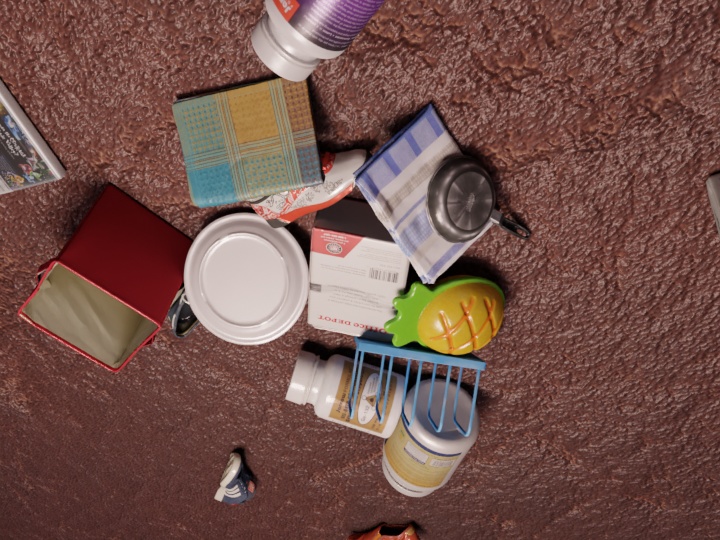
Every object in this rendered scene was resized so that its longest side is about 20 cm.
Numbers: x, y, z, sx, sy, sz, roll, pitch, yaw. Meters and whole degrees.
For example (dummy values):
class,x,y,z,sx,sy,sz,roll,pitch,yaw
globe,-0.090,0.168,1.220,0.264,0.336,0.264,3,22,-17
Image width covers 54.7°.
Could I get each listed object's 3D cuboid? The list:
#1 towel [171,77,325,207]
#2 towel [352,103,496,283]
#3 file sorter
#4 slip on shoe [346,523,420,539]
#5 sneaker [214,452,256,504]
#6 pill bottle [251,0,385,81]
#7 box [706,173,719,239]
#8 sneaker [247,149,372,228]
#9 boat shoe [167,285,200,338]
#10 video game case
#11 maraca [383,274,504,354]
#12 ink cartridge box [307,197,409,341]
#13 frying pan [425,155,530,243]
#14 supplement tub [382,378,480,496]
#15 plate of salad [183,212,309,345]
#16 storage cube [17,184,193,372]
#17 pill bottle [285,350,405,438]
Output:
class,x,y,z,sx,sy,sz,roll,pitch,yaw
towel,-0.149,-0.170,0.923,0.197,0.022,0.149,-8,97,19
towel,0.092,-0.095,0.923,0.147,0.024,0.201,-42,120,-6
file sorter,0.082,0.181,1.119,0.196,0.139,0.125,9,91,-3
slip on shoe,0.051,0.629,1.646,0.198,0.074,0.062,-15,94,32
sneaker,-0.270,0.473,1.565,0.083,0.076,0.201,21,144,-5
pill bottle,-0.035,-0.305,0.754,0.111,0.112,0.200,34,131,-19
box,0.538,-0.007,0.833,0.169,0.201,0.201,-16,127,25
sneaker,-0.087,-0.136,0.954,0.199,0.068,0.108,-23,126,34
boat shoe,-0.263,0.040,1.146,0.074,0.063,0.200,16,136,-39
video game case,-0.566,-0.205,1.036,0.179,0.024,0.202,-8,129,21
maraca,0.130,0.066,1.045,0.197,0.107,0.139,2,121,-25
ink cartridge box,0.000,0.000,1.049,0.144,0.084,0.202,11,134,4
frying pan,0.159,-0.068,0.934,0.190,0.115,0.031,47,165,-26
supplement tub,0.121,0.308,1.265,0.142,0.146,0.202,17,134,-3
plate of salad,-0.173,0.013,1.071,0.196,0.048,0.204,1,96,7
storage cube,-0.387,0.015,1.089,0.199,0.181,0.170,35,131,-21
pill bottle,-0.027,0.213,1.233,0.197,0.115,0.115,18,134,-4
